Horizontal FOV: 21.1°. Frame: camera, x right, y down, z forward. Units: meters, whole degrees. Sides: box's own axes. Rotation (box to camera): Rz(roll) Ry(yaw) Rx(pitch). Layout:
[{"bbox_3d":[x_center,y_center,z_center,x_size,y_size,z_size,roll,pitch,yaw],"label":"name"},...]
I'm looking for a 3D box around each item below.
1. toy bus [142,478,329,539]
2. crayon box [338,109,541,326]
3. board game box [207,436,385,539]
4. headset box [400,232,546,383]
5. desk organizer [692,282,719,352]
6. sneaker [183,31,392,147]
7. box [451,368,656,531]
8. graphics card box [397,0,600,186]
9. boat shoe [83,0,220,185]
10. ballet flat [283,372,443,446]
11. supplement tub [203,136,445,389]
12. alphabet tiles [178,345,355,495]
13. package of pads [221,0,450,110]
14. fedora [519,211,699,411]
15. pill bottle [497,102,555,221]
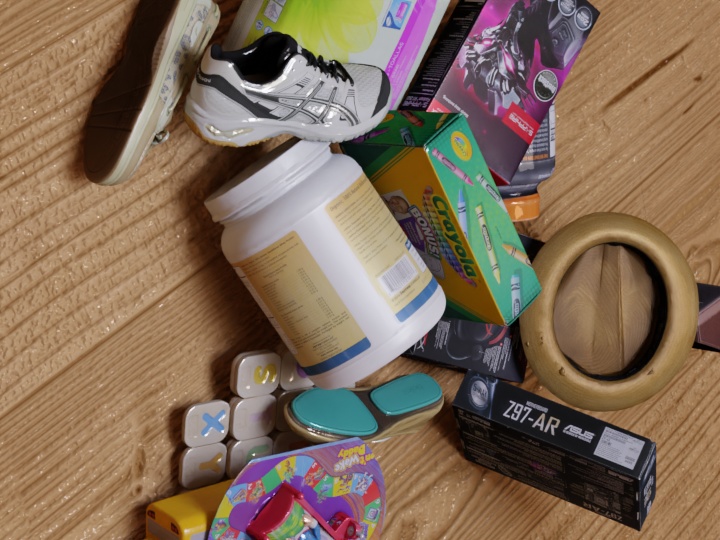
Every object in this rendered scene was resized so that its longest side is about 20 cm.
[{"bbox_3d":[-0.124,0.234,1.704,0.199,0.065,0.079,-13,114,-36],"label":"toy bus"},{"bbox_3d":[0.073,-0.049,1.758,0.058,0.119,0.200,-42,120,-29],"label":"crayon box"},{"bbox_3d":[-0.044,0.236,1.700,0.199,0.039,0.159,-8,111,-39],"label":"board game box"},{"bbox_3d":[0.104,0.026,1.934,0.200,0.075,0.149,16,84,-46],"label":"headset box"},{"bbox_3d":[0.296,0.054,2.051,0.072,0.200,0.077,-29,117,-41],"label":"desk organizer"},{"bbox_3d":[-0.051,-0.159,1.634,0.199,0.076,0.088,-12,133,-33],"label":"sneaker"},{"bbox_3d":[0.195,0.180,1.923,0.044,0.199,0.160,-62,161,-20],"label":"box"},{"bbox_3d":[0.132,-0.196,1.823,0.125,0.051,0.200,36,76,-31],"label":"graphics card box"},{"bbox_3d":[-0.170,-0.154,1.623,0.063,0.073,0.201,36,69,-40],"label":"boat shoe"},{"bbox_3d":[-0.001,0.142,1.788,0.200,0.069,0.063,-6,139,-44],"label":"ballet flat"},{"bbox_3d":[-0.032,-0.012,1.704,0.145,0.145,0.200,-40,100,-36],"label":"supplement tub"},{"bbox_3d":[-0.084,0.167,1.769,0.195,0.015,0.201,-7,109,-40],"label":"alphabet tiles"},{"bbox_3d":[-0.028,-0.207,1.733,0.200,0.068,0.155,5,120,-46],"label":"package of pads"},{"bbox_3d":[0.244,0.040,1.955,0.200,0.082,0.201,-1,95,-9],"label":"fedora"},{"bbox_3d":[0.142,-0.150,1.929,0.106,0.106,0.201,-11,103,-45],"label":"pill bottle"}]
